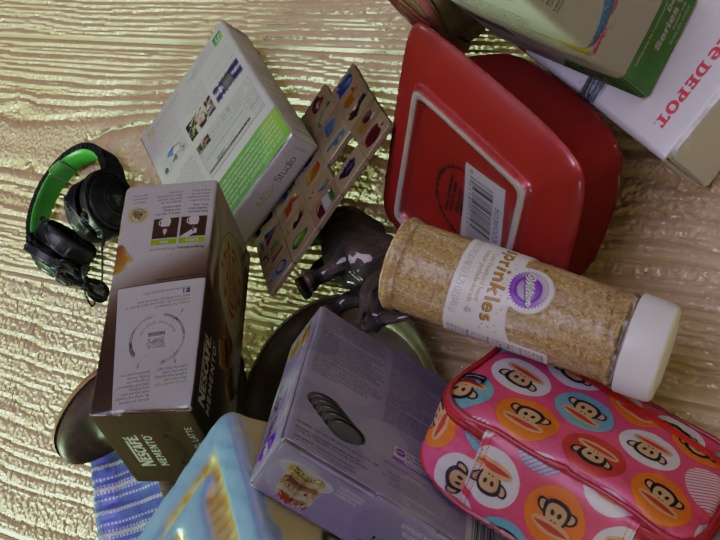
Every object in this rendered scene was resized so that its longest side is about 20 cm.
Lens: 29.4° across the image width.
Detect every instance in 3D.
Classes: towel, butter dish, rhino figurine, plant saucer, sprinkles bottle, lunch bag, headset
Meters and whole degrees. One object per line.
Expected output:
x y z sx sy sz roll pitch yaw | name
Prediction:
-0.191 0.177 1.239 0.144 0.024 0.202 -23 65 26 | towel
0.125 -0.075 1.026 0.200 0.147 0.201 47 146 33 | butter dish
0.000 0.000 1.092 0.087 0.060 0.200 -33 27 -9 | rhino figurine
-0.014 0.120 1.129 0.199 0.032 0.202 -9 73 31 | plant saucer
0.113 0.025 0.931 0.198 0.068 0.069 19 88 16 | sprinkles bottle
0.156 0.128 0.930 0.199 0.176 0.083 31 119 20 | lunch bag
-0.278 -0.045 1.314 0.123 0.094 0.201 -44 46 17 | headset

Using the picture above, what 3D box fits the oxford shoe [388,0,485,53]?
0.068 -0.217 1.068 0.070 0.200 0.075 46 101 4 | oxford shoe

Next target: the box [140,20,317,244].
-0.123 -0.115 1.231 0.145 0.036 0.201 -51 40 19 | box

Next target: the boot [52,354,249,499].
-0.179 0.140 1.164 0.199 0.072 0.167 -36 36 9 | boot

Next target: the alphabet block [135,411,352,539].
-0.038 0.247 0.957 0.197 0.199 0.196 -53 35 26 | alphabet block

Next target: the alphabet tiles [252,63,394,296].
-0.041 -0.086 1.150 0.168 0.008 0.200 -54 22 14 | alphabet tiles

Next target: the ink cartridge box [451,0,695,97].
0.115 -0.206 0.920 0.144 0.199 0.085 31 96 37 | ink cartridge box

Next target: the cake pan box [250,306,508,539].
0.031 0.131 0.958 0.052 0.199 0.185 -53 12 27 | cake pan box

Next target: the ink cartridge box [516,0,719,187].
0.219 -0.180 1.019 0.145 0.084 0.200 -52 55 11 | ink cartridge box

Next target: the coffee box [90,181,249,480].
-0.143 0.047 1.067 0.079 0.115 0.202 -4 56 10 | coffee box
